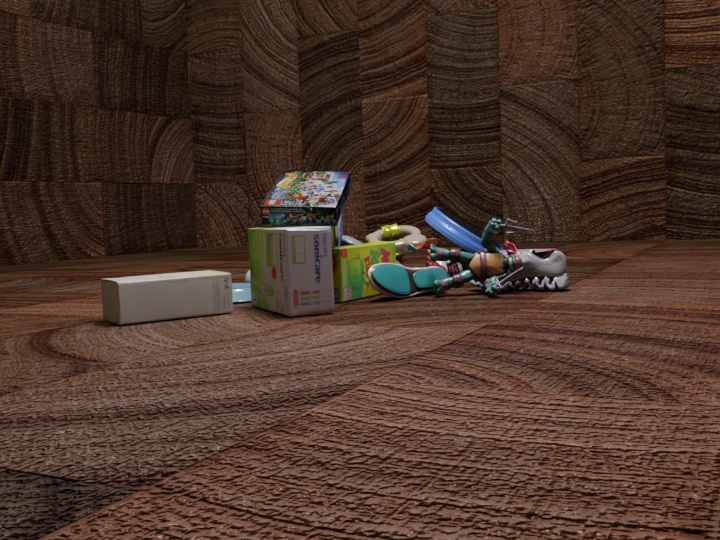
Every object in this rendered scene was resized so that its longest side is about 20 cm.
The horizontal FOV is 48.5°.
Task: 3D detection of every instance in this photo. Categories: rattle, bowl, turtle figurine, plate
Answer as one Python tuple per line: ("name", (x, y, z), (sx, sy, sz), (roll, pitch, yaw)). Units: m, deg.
("rattle", (0.103, -0.025, 1.821), (0.130, 0.143, 0.200), (-7, 18, -40))
("bowl", (0.243, -0.083, 1.851), (0.200, 0.039, 0.201), (31, 11, -7))
("turtle figurine", (0.235, -0.011, 1.517), (0.200, 0.150, 0.101), (-8, -24, 5))
("plate", (-0.260, 0.044, 1.632), (0.200, 0.026, 0.200), (-1, 5, 0))

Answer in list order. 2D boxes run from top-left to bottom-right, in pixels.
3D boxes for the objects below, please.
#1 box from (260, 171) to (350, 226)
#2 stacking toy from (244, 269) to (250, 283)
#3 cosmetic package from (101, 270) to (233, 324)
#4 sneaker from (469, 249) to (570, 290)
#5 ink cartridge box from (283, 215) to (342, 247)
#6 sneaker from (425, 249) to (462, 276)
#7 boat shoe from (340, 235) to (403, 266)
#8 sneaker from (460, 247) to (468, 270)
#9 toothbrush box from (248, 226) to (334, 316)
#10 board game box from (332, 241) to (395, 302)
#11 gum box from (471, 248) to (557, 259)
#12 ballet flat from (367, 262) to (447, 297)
("box", (-0.098, -0.137, 1.491), (0.136, 0.038, 0.200), (2, 25, 6))
("stacking toy", (-0.179, -0.007, 1.825), (0.146, 0.146, 0.200), (2, 25, 46))
("cosmetic package", (-0.331, 0.044, 1.372), (0.200, 0.073, 0.103), (-4, 5, -34))
("sneaker", (0.309, -0.001, 1.577), (0.200, 0.081, 0.075), (-2, 6, 19))
("ink cartridge box", (-0.091, -0.086, 1.601), (0.084, 0.145, 0.200), (1, 25, 8))
("sneaker", (0.184, -0.009, 1.751), (0.082, 0.078, 0.200), (0, 5, 7))
("boat shoe", (0.019, -0.017, 1.713), (0.200, 0.060, 0.076), (26, 11, -45))
("sneaker", (0.278, -0.018, 1.872), (0.087, 0.075, 0.200), (3, 5, 8))
("toothbrush box", (-0.125, -0.004, 1.400), (0.086, 0.146, 0.200), (-5, 6, -27))
("board game box", (0.000, 0.000, 1.567), (0.048, 0.102, 0.200), (0, 5, 33))
("gum box", (0.332, -0.009, 1.735), (0.113, 0.066, 0.200), (0, 5, 39))
("ballet flat", (0.081, 0.024, 1.545), (0.200, 0.070, 0.069), (-1, 2, -39))
